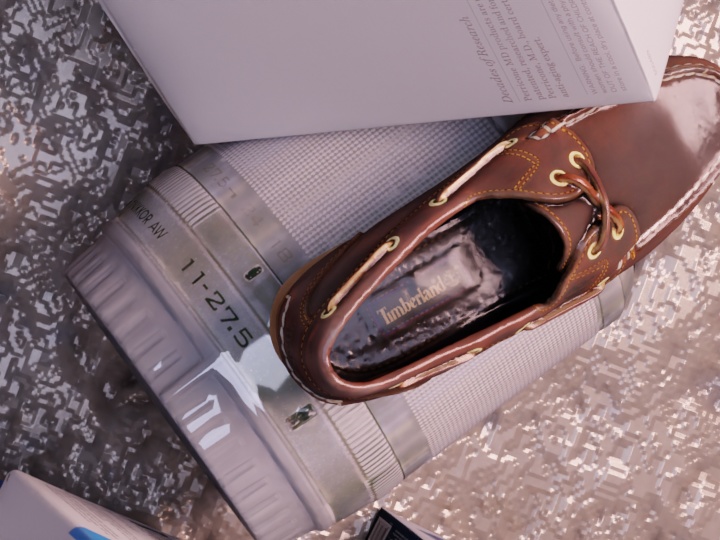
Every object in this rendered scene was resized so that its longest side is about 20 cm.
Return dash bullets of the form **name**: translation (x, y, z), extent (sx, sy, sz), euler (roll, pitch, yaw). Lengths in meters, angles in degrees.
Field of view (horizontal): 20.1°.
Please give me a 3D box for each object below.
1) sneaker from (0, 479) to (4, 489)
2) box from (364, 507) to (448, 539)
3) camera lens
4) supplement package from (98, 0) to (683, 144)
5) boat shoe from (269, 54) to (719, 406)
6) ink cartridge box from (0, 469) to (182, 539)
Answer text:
- **sneaker**: translation (-0.183, 0.126, 0.852), extent (0.088, 0.075, 0.201), euler (-20, 101, -11)
- **box**: translation (0.083, 0.163, 0.855), extent (0.136, 0.200, 0.038), euler (28, 88, -14)
- **camera lens**: translation (0.000, 0.000, 0.840), extent (0.200, 0.160, 0.160), euler (-36, 103, -8)
- **supplement package**: translation (0.012, -0.133, 0.753), extent (0.117, 0.199, 0.117), euler (57, 40, -41)
- **boat shoe**: translation (0.061, -0.013, 0.735), extent (0.200, 0.070, 0.071), euler (-35, 100, -9)
- **ink cartridge box**: translation (-0.053, 0.171, 0.823), extent (0.200, 0.146, 0.085), euler (29, 87, -34)
